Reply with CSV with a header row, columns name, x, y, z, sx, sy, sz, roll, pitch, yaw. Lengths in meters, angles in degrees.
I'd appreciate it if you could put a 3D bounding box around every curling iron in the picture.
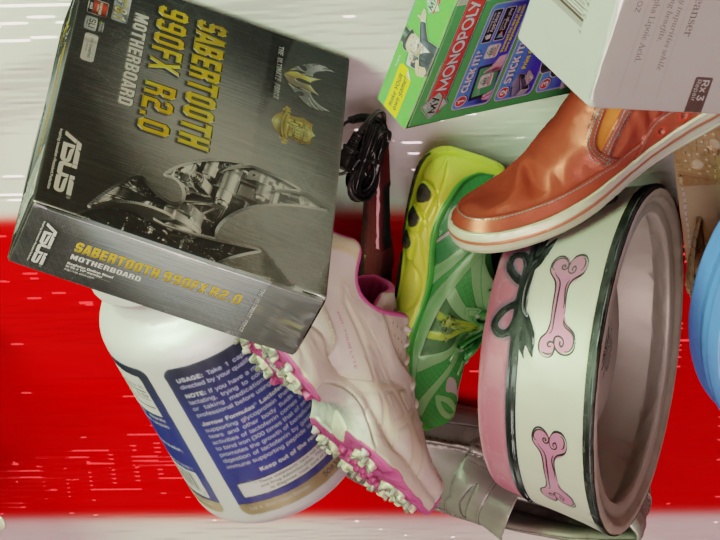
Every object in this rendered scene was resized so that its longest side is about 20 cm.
name,x,y,z,sx,sy,sz,roll,pitch,yaw
curling iron,0.000,0.000,1.442,0.026,0.050,0.200,24,126,39

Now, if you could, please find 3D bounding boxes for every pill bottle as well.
name,x,y,z,sx,sy,sz,roll,pitch,yaw
pill bottle,-0.083,0.044,1.460,0.116,0.116,0.200,-15,128,15

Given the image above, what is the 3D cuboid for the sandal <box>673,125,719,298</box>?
name,x,y,z,sx,sy,sz,roll,pitch,yaw
sandal,0.209,0.003,1.427,0.078,0.070,0.212,7,135,30

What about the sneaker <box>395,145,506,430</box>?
name,x,y,z,sx,sy,sz,roll,pitch,yaw
sneaker,0.060,0.020,1.461,0.084,0.074,0.200,9,129,1

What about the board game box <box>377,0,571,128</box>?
name,x,y,z,sx,sy,sz,roll,pitch,yaw
board game box,0.096,-0.167,1.284,0.135,0.029,0.200,-13,140,-37

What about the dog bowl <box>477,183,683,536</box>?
name,x,y,z,sx,sy,sz,roll,pitch,yaw
dog bowl,0.125,0.046,1.410,0.074,0.200,0.200,8,132,20

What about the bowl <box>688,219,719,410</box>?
name,x,y,z,sx,sy,sz,roll,pitch,yaw
bowl,0.266,0.008,1.399,0.201,0.039,0.201,-17,122,-29

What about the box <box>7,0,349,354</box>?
name,x,y,z,sx,sy,sz,roll,pitch,yaw
box,-0.091,-0.061,1.318,0.158,0.200,0.048,19,132,-12

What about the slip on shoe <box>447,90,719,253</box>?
name,x,y,z,sx,sy,sz,roll,pitch,yaw
slip on shoe,0.129,-0.079,1.356,0.200,0.074,0.061,-34,117,2

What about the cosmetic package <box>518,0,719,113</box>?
name,x,y,z,sx,sy,sz,roll,pitch,yaw
cosmetic package,0.193,-0.142,1.259,0.200,0.081,0.113,0,122,-28

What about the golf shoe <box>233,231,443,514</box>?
name,x,y,z,sx,sy,sz,roll,pitch,yaw
golf shoe,0.006,0.060,1.413,0.092,0.075,0.200,-49,131,-15

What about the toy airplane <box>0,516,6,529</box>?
name,x,y,z,sx,sy,sz,roll,pitch,yaw
toy airplane,-0.321,0.127,1.526,0.199,0.141,0.200,-9,97,-5

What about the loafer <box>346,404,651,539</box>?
name,x,y,z,sx,sy,sz,roll,pitch,yaw
loafer,0.084,0.130,1.554,0.200,0.070,0.070,7,130,-3
